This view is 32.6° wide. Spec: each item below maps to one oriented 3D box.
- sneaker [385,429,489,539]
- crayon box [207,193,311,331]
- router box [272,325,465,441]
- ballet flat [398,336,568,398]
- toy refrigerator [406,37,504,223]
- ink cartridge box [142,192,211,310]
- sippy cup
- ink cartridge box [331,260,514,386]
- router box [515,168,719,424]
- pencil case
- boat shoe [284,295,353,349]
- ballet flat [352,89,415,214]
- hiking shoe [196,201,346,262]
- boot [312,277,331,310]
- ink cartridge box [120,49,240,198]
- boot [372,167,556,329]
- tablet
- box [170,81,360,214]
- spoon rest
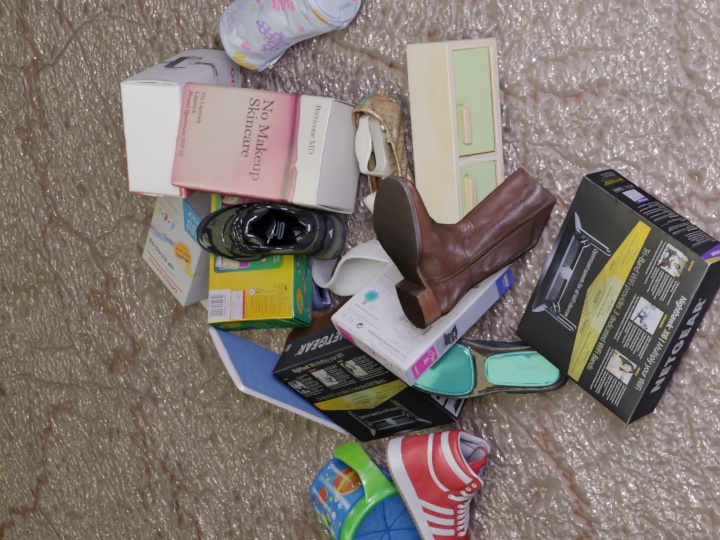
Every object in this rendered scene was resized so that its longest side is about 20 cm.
[{"bbox_3d":[0.119,0.272,1.470,0.112,0.071,0.200,-17,119,22],"label":"sneaker"},{"bbox_3d":[-0.124,-0.029,1.539,0.119,0.058,0.201,-4,77,20],"label":"crayon box"},{"bbox_3d":[0.010,0.131,1.478,0.157,0.052,0.200,40,148,-20],"label":"router box"},{"bbox_3d":[0.136,0.105,1.350,0.200,0.073,0.073,0,106,24],"label":"ballet flat"},{"bbox_3d":[0.105,-0.142,1.301,0.070,0.076,0.201,9,107,49],"label":"toy refrigerator"},{"bbox_3d":[-0.248,-0.032,1.774,0.115,0.068,0.200,47,136,27],"label":"ink cartridge box"},{"bbox_3d":[0.005,0.305,1.580,0.130,0.139,0.178,34,110,50],"label":"sippy cup"},{"bbox_3d":[0.080,0.022,1.346,0.119,0.200,0.042,34,162,36],"label":"ink cartridge box"},{"bbox_3d":[0.255,0.025,1.215,0.157,0.052,0.200,41,128,31],"label":"router box"},{"bbox_3d":[-0.086,-0.305,1.463,0.200,0.083,0.091,-17,86,50],"label":"pencil case"},{"bbox_3d":[-0.016,0.082,1.561,0.070,0.070,0.200,38,148,-20],"label":"boat shoe"},{"bbox_3d":[0.026,-0.106,1.427,0.070,0.065,0.200,-5,102,47],"label":"ballet flat"},{"bbox_3d":[-0.121,-0.054,1.451,0.200,0.101,0.076,0,78,28],"label":"hiking shoe"},{"bbox_3d":[-0.094,-0.038,1.608,0.090,0.073,0.201,-13,88,25],"label":"boot"},{"bbox_3d":[-0.223,-0.191,1.568,0.085,0.200,0.146,6,112,16],"label":"ink cartridge box"},{"bbox_3d":[0.111,-0.061,1.228,0.064,0.200,0.187,34,148,40],"label":"boot"},{"bbox_3d":[-0.101,0.142,1.570,0.014,0.200,0.130,-50,42,14],"label":"tablet"},{"bbox_3d":[-0.107,-0.145,1.457,0.200,0.109,0.128,9,92,24],"label":"box"},{"bbox_3d":[0.000,0.000,1.482,0.200,0.099,0.061,3,71,59],"label":"spoon rest"}]
